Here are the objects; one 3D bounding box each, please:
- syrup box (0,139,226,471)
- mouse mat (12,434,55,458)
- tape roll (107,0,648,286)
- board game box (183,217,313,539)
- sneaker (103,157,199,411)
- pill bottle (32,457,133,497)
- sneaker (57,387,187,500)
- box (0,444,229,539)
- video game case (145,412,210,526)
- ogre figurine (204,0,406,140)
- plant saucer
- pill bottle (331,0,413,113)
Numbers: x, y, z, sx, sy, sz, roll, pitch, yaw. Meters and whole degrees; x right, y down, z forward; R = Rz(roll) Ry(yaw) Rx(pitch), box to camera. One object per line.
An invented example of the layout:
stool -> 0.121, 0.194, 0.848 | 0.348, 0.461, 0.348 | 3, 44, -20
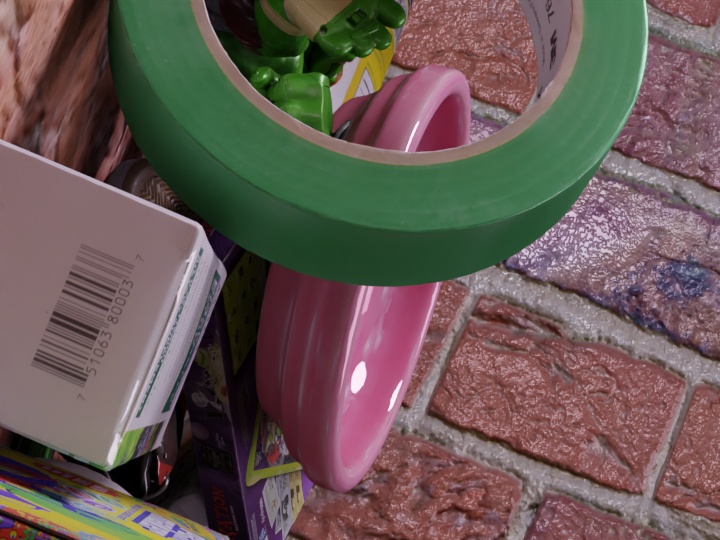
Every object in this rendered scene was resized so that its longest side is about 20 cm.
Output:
syrup box -> -0.098, 0.015, 0.593 | 0.200, 0.081, 0.079 | 110, 2, -85
mouse mat -> -0.163, 0.061, 0.927 | 0.161, 0.007, 0.202 | -112, -136, -88
tape roll -> 0.006, -0.094, 0.628 | 0.048, 0.199, 0.202 | 114, -3, -63
board game box -> -0.047, 0.043, 0.817 | 0.120, 0.032, 0.201 | -55, 150, -44
sneaker -> -0.115, 0.015, 0.862 | 0.072, 0.111, 0.201 | -66, 149, -30
pill bottle -> -0.135, 0.148, 0.726 | 0.200, 0.113, 0.115 | 117, -6, -75
sneaker -> -0.118, 0.076, 0.783 | 0.201, 0.076, 0.083 | 90, -11, -62
box -> -0.130, 0.157, 0.515 | 0.200, 0.121, 0.194 | 117, -6, -84
video game case -> -0.139, 0.140, 0.940 | 0.181, 0.023, 0.200 | -36, -170, 13
ogre figurine -> -0.042, -0.120, 0.726 | 0.201, 0.097, 0.120 | 66, -27, 17
plant saucer -> 0.000, 0.000, 0.786 | 0.200, 0.050, 0.203 | 17, 90, -78
pill bottle -> -0.047, -0.098, 0.910 | 0.109, 0.108, 0.201 | 114, -2, -60
